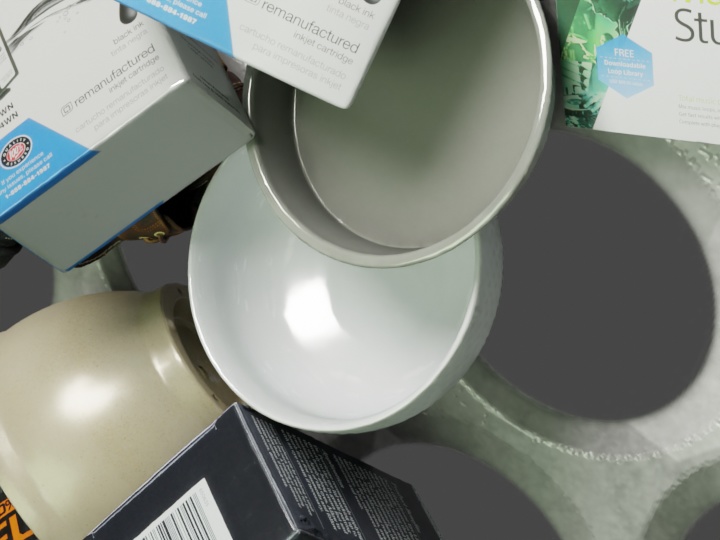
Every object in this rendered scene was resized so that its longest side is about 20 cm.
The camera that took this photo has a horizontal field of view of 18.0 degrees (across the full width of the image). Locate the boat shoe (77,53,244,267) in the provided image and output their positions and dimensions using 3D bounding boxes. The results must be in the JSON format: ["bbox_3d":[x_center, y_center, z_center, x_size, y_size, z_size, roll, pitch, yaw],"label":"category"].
[{"bbox_3d":[-0.131,-0.053,1.446,0.070,0.070,0.200,51,132,4],"label":"boat shoe"}]

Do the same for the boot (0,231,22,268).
[{"bbox_3d":[-0.239,-0.125,1.487,0.168,0.076,0.201,-45,66,27],"label":"boot"}]

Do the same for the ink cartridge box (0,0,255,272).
[{"bbox_3d":[-0.170,-0.126,1.335,0.146,0.084,0.201,-35,57,12],"label":"ink cartridge box"}]

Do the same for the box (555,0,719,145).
[{"bbox_3d":[0.169,-0.166,1.193,0.143,0.036,0.202,9,118,32],"label":"box"}]

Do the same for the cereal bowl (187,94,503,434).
[{"bbox_3d":[0.000,0.000,1.348,0.199,0.083,0.202,-5,80,28],"label":"cereal bowl"}]

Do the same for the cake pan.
[{"bbox_3d":[0.025,-0.100,1.277,0.199,0.037,0.202,-4,82,30],"label":"cake pan"}]

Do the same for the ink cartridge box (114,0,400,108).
[{"bbox_3d":[-0.028,-0.211,1.206,0.145,0.086,0.201,24,106,-5],"label":"ink cartridge box"}]

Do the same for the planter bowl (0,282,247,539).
[{"bbox_3d":[-0.140,0.092,1.469,0.134,0.200,0.201,-36,91,15],"label":"planter bowl"}]

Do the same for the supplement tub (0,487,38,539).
[{"bbox_3d":[-0.206,0.184,1.559,0.123,0.122,0.201,-54,53,41],"label":"supplement tub"}]

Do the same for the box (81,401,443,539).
[{"bbox_3d":[-0.051,0.189,1.397,0.148,0.200,0.105,-41,52,14],"label":"box"}]
